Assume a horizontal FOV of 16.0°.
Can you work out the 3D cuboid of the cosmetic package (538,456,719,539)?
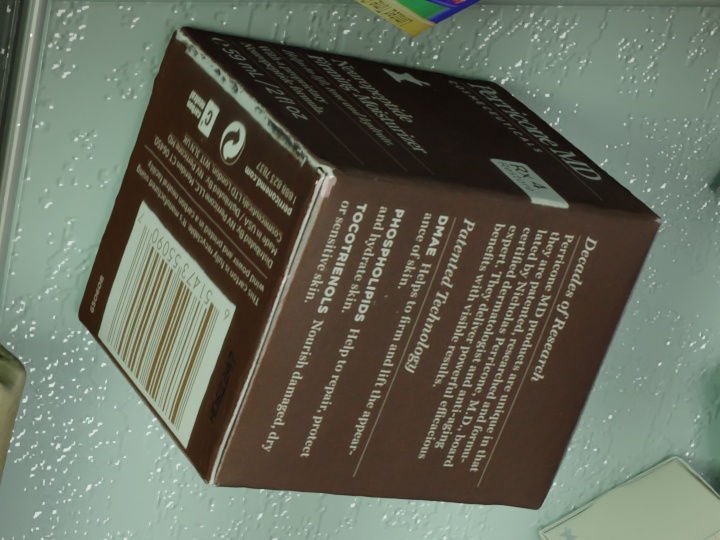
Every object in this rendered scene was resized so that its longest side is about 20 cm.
[{"bbox_3d":[0.182,0.224,1.550,0.103,0.073,0.201,-27,130,-14],"label":"cosmetic package"}]

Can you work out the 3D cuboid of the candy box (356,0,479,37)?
[{"bbox_3d":[0.074,-0.189,1.135,0.199,0.077,0.169,-26,172,12],"label":"candy box"}]

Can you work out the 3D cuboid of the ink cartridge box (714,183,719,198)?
[{"bbox_3d":[0.311,0.019,1.433,0.200,0.173,0.044,36,91,-41],"label":"ink cartridge box"}]

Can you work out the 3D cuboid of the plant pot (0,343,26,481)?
[{"bbox_3d":[-0.242,0.105,1.154,0.200,0.200,0.184,17,96,-38],"label":"plant pot"}]

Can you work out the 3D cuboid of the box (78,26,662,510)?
[{"bbox_3d":[0.000,0.000,1.236,0.199,0.166,0.165,6,114,-35],"label":"box"}]
